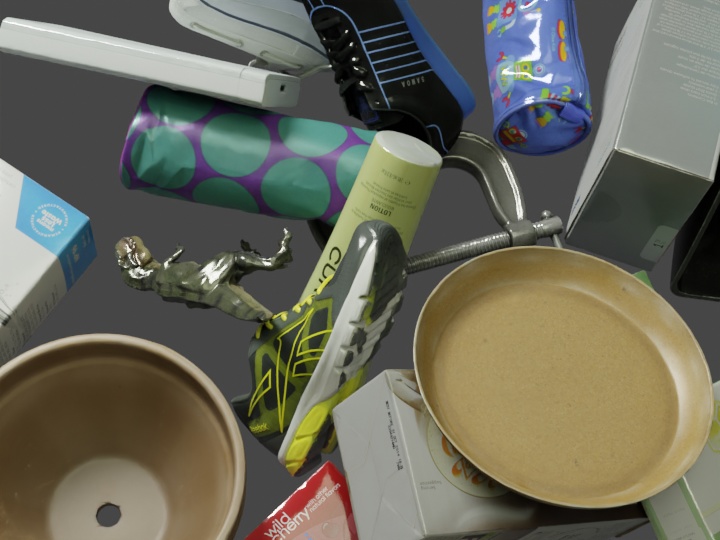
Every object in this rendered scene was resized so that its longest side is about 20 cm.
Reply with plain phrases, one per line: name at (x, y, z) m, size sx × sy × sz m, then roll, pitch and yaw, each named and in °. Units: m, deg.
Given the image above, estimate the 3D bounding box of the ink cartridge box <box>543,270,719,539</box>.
ink cartridge box at (0.225, 0.093, 1.014) m, size 0.145 × 0.048 × 0.201 m, roll -14°, pitch 77°, yaw -48°

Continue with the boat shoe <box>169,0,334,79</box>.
boat shoe at (-0.062, -0.186, 1.151) m, size 0.201 × 0.086 × 0.075 m, roll 13°, pitch 56°, yaw -32°

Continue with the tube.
tube at (0.000, 0.000, 1.028) m, size 0.052 × 0.201 × 0.058 m, roll 2°, pitch 32°, yaw -39°

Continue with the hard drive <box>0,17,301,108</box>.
hard drive at (-0.154, -0.155, 1.087) m, size 0.199 × 0.132 × 0.027 m, roll 12°, pitch 98°, yaw 7°

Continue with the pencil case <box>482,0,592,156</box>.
pencil case at (0.142, -0.195, 1.168) m, size 0.078 × 0.087 × 0.201 m, roll 16°, pitch 61°, yaw -35°

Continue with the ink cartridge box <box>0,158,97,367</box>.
ink cartridge box at (-0.296, 0.020, 1.034) m, size 0.116 × 0.068 × 0.200 m, roll 32°, pitch 67°, yaw 9°

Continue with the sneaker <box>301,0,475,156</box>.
sneaker at (0.007, -0.161, 1.093) m, size 0.200 × 0.070 × 0.078 m, roll 45°, pitch 61°, yaw -22°

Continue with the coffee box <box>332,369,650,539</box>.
coffee box at (0.093, 0.132, 0.979) m, size 0.199 × 0.080 × 0.115 m, roll 3°, pitch 63°, yaw -32°

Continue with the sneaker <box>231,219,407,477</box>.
sneaker at (-0.035, 0.048, 0.997) m, size 0.084 × 0.201 × 0.074 m, roll 30°, pitch 23°, yaw 17°

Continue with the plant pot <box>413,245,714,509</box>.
plant pot at (0.129, 0.071, 0.936) m, size 0.199 × 0.028 × 0.201 m, roll 6°, pitch 51°, yaw -8°

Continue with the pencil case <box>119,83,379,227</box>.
pencil case at (-0.075, -0.080, 1.079) m, size 0.199 × 0.092 × 0.086 m, roll 13°, pitch 89°, yaw 4°

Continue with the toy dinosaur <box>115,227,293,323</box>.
toy dinosaur at (-0.097, 0.004, 1.045) m, size 0.088 × 0.048 × 0.199 m, roll -31°, pitch 29°, yaw -33°

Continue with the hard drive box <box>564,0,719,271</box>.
hard drive box at (0.230, -0.126, 1.108) m, size 0.076 × 0.156 × 0.201 m, roll 18°, pitch 66°, yaw 2°

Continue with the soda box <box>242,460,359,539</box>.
soda box at (-0.073, 0.222, 0.966) m, size 0.200 × 0.070 × 0.063 m, roll -41°, pitch 76°, yaw -20°

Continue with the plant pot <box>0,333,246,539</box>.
plant pot at (-0.175, 0.151, 0.970) m, size 0.200 × 0.093 × 0.202 m, roll 1°, pitch 63°, yaw -2°

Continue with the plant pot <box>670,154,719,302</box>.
plant pot at (0.352, -0.096, 1.097) m, size 0.199 × 0.200 × 0.178 m, roll 6°, pitch 54°, yaw -3°

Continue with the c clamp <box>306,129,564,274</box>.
c clamp at (0.061, -0.033, 1.117) m, size 0.199 × 0.027 × 0.172 m, roll -10°, pitch 66°, yaw -9°
